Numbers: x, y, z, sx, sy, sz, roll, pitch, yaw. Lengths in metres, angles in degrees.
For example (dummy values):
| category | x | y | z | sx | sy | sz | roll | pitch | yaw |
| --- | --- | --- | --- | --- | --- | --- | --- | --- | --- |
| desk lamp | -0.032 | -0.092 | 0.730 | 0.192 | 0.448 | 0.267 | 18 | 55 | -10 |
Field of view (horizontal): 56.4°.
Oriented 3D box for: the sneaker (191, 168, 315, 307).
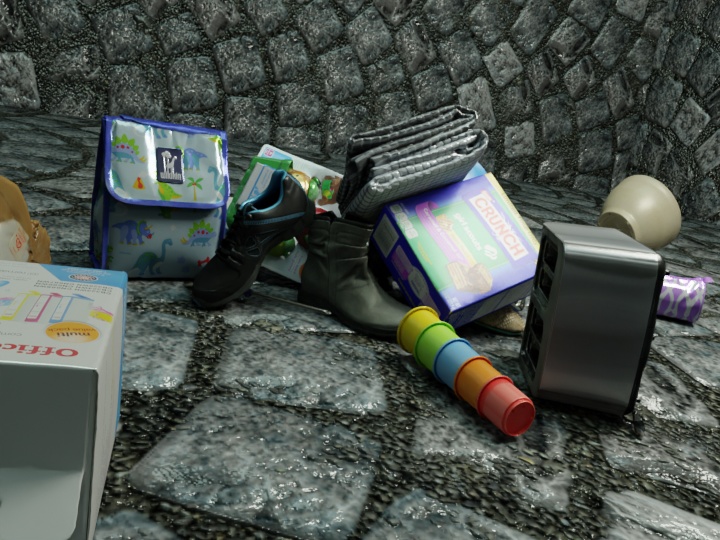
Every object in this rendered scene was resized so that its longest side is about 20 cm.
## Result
| category | x | y | z | sx | sy | sz | roll | pitch | yaw |
| --- | --- | --- | --- | --- | --- | --- | --- | --- | --- |
| sneaker | -0.146 | -0.043 | 0.847 | 0.073 | 0.201 | 0.082 | 31 | -18 | 37 |

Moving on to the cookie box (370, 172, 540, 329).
| category | x | y | z | sx | sy | sz | roll | pitch | yaw |
| --- | --- | --- | --- | --- | --- | --- | --- | --- | --- |
| cookie box | 0.138 | -0.026 | 0.915 | 0.196 | 0.076 | 0.173 | -19 | 67 | -31 |

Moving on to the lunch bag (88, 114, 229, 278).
| category | x | y | z | sx | sy | sz | roll | pitch | yaw |
| --- | --- | --- | --- | --- | --- | --- | --- | --- | --- |
| lunch bag | -0.269 | -0.097 | 0.907 | 0.166 | 0.206 | 0.127 | 1 | 16 | -32 |

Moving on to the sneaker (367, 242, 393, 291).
| category | x | y | z | sx | sy | sz | roll | pitch | yaw |
| --- | --- | --- | --- | --- | --- | --- | --- | --- | --- |
| sneaker | 0.005 | -0.030 | 1.072 | 0.073 | 0.089 | 0.200 | 7 | 17 | -21 |

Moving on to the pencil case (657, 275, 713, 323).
| category | x | y | z | sx | sy | sz | roll | pitch | yaw |
| --- | --- | --- | --- | --- | --- | --- | --- | --- | --- |
| pencil case | 0.510 | 0.029 | 1.197 | 0.195 | 0.088 | 0.084 | 15 | 17 | 13 |

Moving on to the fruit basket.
| category | x | y | z | sx | sy | sz | roll | pitch | yaw |
| --- | --- | --- | --- | --- | --- | --- | --- | --- | --- |
| fruit basket | -0.092 | -0.082 | 0.992 | 0.195 | 0.189 | 0.094 | 21 | -21 | 9 |

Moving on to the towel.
| category | x | y | z | sx | sy | sz | roll | pitch | yaw |
| --- | --- | --- | --- | --- | --- | --- | --- | --- | --- |
| towel | 0.060 | -0.139 | 0.924 | 0.196 | 0.087 | 0.166 | -22 | -11 | -18 |

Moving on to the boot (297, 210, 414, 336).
| category | x | y | z | sx | sy | sz | roll | pitch | yaw |
| --- | --- | --- | --- | --- | --- | --- | --- | --- | --- |
| boot | 0.000 | 0.000 | 0.869 | 0.196 | 0.134 | 0.067 | 18 | 17 | 27 |

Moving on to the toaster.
| category | x | y | z | sx | sy | sz | roll | pitch | yaw |
| --- | --- | --- | --- | --- | --- | --- | --- | --- | --- |
| toaster | 0.259 | 0.052 | 0.768 | 0.115 | 0.186 | 0.200 | 7 | 14 | 4 |

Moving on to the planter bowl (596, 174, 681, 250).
| category | x | y | z | sx | sy | sz | roll | pitch | yaw |
| --- | --- | --- | --- | --- | --- | --- | --- | --- | --- |
| planter bowl | 0.693 | -0.123 | 1.723 | 0.133 | 0.205 | 0.199 | -28 | 32 | -24 |

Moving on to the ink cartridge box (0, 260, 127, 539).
| category | x | y | z | sx | sy | sz | roll | pitch | yaw |
| --- | --- | --- | --- | --- | --- | --- | --- | --- | --- |
| ink cartridge box | -0.222 | 0.084 | 0.424 | 0.125 | 0.129 | 0.200 | 6 | 15 | -16 |

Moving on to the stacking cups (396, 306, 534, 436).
| category | x | y | z | sx | sy | sz | roll | pitch | yaw |
| --- | --- | --- | --- | --- | --- | --- | --- | --- | --- |
| stacking cups | 0.109 | 0.109 | 0.715 | 0.059 | 0.062 | 0.200 | 2 | 22 | -28 |

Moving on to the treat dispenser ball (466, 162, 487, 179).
| category | x | y | z | sx | sy | sz | roll | pitch | yaw |
| --- | --- | --- | --- | --- | --- | --- | --- | --- | --- |
| treat dispenser ball | 0.166 | -0.131 | 1.320 | 0.195 | 0.207 | 0.201 | 9 | 15 | -2 |

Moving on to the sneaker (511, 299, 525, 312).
| category | x | y | z | sx | sy | sz | roll | pitch | yaw |
| --- | --- | --- | --- | --- | --- | --- | --- | --- | --- |
| sneaker | 0.173 | 0.003 | 1.047 | 0.197 | 0.089 | 0.079 | 34 | 51 | -7 |

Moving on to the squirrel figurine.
| category | x | y | z | sx | sy | sz | roll | pitch | yaw |
| --- | --- | --- | --- | --- | --- | --- | --- | --- | --- |
| squirrel figurine | -0.451 | -0.027 | 0.729 | 0.181 | 0.146 | 0.200 | 0 | 0 | 2 |

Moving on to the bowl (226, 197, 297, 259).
| category | x | y | z | sx | sy | sz | roll | pitch | yaw |
| --- | --- | --- | --- | --- | --- | --- | --- | --- | --- |
| bowl | -0.183 | -0.070 | 1.120 | 0.195 | 0.077 | 0.199 | -1 | 20 | -35 |

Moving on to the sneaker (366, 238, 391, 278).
| category | x | y | z | sx | sy | sz | roll | pitch | yaw |
| --- | --- | --- | --- | --- | --- | --- | --- | --- | --- |
| sneaker | 0.036 | -0.051 | 1.010 | 0.089 | 0.067 | 0.200 | 34 | 31 | 10 |

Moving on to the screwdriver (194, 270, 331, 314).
| category | x | y | z | sx | sy | sz | roll | pitch | yaw |
| --- | --- | --- | --- | --- | --- | --- | --- | --- | --- |
| screwdriver | -0.129 | 0.036 | 0.871 | 0.195 | 0.030 | 0.028 | 19 | 16 | 15 |

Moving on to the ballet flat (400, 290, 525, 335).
| category | x | y | z | sx | sy | sz | roll | pitch | yaw |
| --- | --- | --- | --- | --- | --- | --- | --- | --- | --- |
| ballet flat | 0.148 | 0.034 | 0.975 | 0.195 | 0.067 | 0.070 | 17 | 15 | 22 |
